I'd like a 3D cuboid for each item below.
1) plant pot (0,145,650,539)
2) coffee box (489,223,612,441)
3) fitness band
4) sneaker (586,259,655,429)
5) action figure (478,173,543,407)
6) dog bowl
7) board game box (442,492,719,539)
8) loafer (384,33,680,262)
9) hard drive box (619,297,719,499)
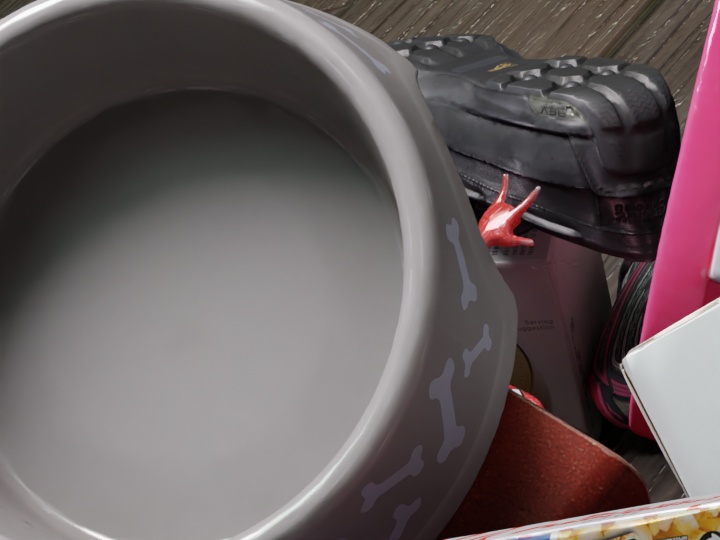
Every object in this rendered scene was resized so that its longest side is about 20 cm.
[{"bbox_3d":[-0.034,0.111,0.907,0.177,0.199,0.200,-55,-19,-12],"label":"plant pot"},{"bbox_3d":[-0.007,0.013,1.147,0.198,0.114,0.080,-1,44,16],"label":"coffee box"},{"bbox_3d":[0.129,-0.038,0.994,0.144,0.037,0.201,62,-138,-80],"label":"fitness band"},{"bbox_3d":[0.144,-0.016,1.149,0.075,0.081,0.200,-32,15,41],"label":"sneaker"},{"bbox_3d":[0.000,0.000,1.029,0.199,0.065,0.099,30,79,34],"label":"action figure"},{"bbox_3d":[-0.057,0.008,0.814,0.199,0.201,0.059,-31,-18,5],"label":"dog bowl"},{"bbox_3d":[0.080,0.155,0.678,0.151,0.202,0.046,-12,-4,31],"label":"board game box"},{"bbox_3d":[0.045,-0.046,1.055,0.068,0.071,0.200,-16,18,-29],"label":"loafer"},{"bbox_3d":[0.177,0.047,0.787,0.155,0.200,0.077,-30,62,10],"label":"hard drive box"}]
